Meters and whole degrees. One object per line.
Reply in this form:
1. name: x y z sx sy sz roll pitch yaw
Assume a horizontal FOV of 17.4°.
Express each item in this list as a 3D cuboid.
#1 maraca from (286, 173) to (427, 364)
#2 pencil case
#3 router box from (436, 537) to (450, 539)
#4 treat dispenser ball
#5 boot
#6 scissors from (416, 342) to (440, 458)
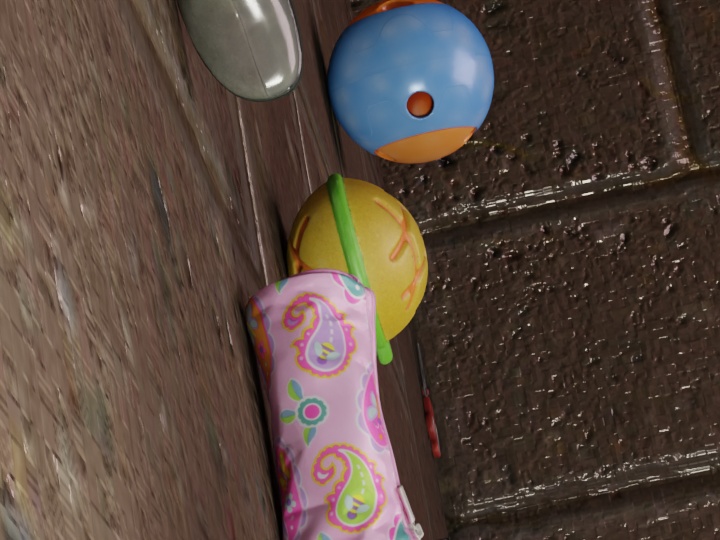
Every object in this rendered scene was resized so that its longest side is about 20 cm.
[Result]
1. maraca: 0.000 0.000 1.839 0.200 0.107 0.137 70 9 -70
2. pencil case: -0.016 0.102 1.434 0.087 0.087 0.200 68 10 -71
3. router box: 0.093 0.406 2.456 0.157 0.052 0.200 -95 173 -58
4. treat dispenser ball: 0.060 -0.228 2.822 0.201 0.201 0.201 -12 90 -87
5. boot: -0.096 -0.191 1.379 0.131 0.068 0.200 -43 114 -81
6. scissors: 0.104 0.206 3.698 0.200 0.014 0.073 -100 174 -46
